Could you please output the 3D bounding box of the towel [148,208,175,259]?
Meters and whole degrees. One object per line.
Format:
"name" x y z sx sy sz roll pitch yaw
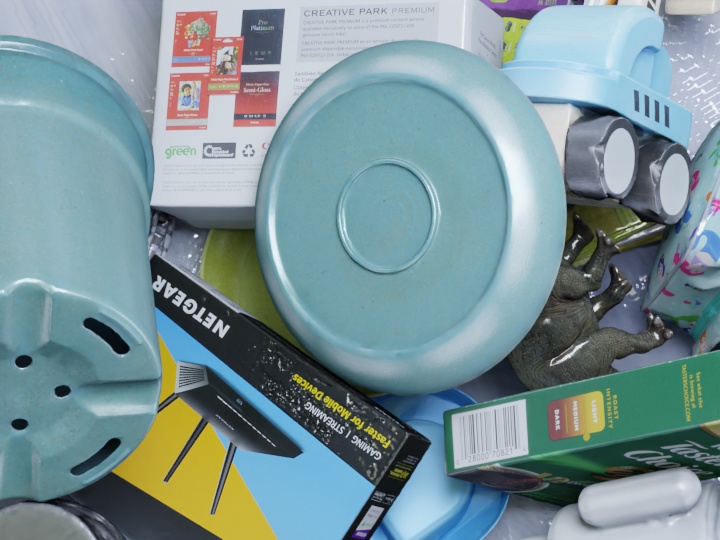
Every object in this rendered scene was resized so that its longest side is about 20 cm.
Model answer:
"towel" -0.221 -0.023 1.414 0.199 0.086 0.166 16 75 6

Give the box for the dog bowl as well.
"dog bowl" -0.001 0.153 1.375 0.200 0.050 0.112 -35 76 -9

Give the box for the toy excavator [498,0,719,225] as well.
"toy excavator" 0.155 -0.128 1.330 0.099 0.194 0.201 6 84 36

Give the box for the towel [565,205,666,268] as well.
"towel" 0.122 -0.095 1.462 0.143 0.023 0.201 -22 73 -5

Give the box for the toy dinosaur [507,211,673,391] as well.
"toy dinosaur" 0.120 0.033 1.348 0.102 0.200 0.077 -38 33 -4

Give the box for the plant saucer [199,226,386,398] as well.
"plant saucer" 0.000 0.000 1.407 0.199 0.031 0.201 -6 56 9

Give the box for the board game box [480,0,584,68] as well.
"board game box" 0.086 -0.192 1.408 0.119 0.032 0.201 11 87 27

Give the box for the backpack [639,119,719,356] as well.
"backpack" 0.265 -0.029 1.360 0.150 0.178 0.201 31 72 3

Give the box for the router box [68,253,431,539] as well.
"router box" -0.079 0.106 1.328 0.200 0.051 0.150 34 92 23

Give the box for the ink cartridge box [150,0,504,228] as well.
"ink cartridge box" -0.019 -0.117 1.373 0.199 0.084 0.177 1 81 19

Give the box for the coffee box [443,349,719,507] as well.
"coffee box" 0.159 0.093 1.289 0.199 0.123 0.044 -15 67 38

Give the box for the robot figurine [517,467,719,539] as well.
"robot figurine" 0.182 0.183 1.312 0.199 0.170 0.113 -10 38 20

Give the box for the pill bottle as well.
"pill bottle" -0.175 0.192 1.287 0.111 0.200 0.112 0 73 1

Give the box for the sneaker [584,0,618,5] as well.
"sneaker" 0.125 -0.178 1.440 0.091 0.076 0.201 13 72 10

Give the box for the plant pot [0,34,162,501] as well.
"plant pot" -0.194 0.009 1.230 0.199 0.201 0.196 -17 41 -4

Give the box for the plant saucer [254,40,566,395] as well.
"plant saucer" 0.020 -0.030 1.271 0.199 0.027 0.201 0 89 30
